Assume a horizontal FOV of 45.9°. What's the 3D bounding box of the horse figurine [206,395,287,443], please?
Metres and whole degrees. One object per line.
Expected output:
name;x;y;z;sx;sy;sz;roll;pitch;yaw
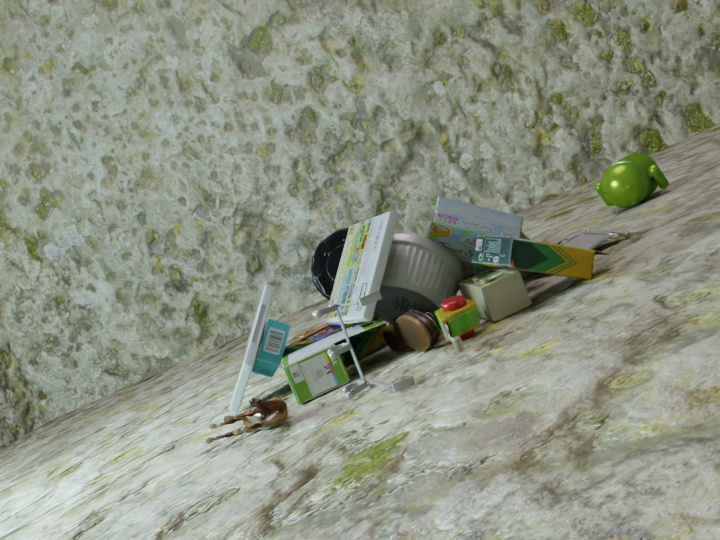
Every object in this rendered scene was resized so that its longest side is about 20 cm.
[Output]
horse figurine;-0.171;0.237;1.380;0.131;0.051;0.200;-14;-11;-33

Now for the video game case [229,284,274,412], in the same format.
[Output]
video game case;-0.215;0.156;1.680;0.201;0.023;0.184;115;169;-52

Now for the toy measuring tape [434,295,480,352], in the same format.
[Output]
toy measuring tape;0.165;0.084;1.366;0.073;0.074;0.200;-24;11;1

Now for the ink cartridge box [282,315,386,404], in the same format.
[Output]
ink cartridge box;-0.039;0.159;1.544;0.198;0.077;0.148;-23;3;-5

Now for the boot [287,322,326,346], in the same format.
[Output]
boot;-0.085;0.160;2.016;0.199;0.077;0.155;-35;4;-32

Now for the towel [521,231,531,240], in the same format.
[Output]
towel;0.259;-0.067;1.728;0.131;0.035;0.199;-4;-18;32

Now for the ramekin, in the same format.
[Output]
ramekin;0.095;0.028;1.645;0.199;0.199;0.106;-20;42;47

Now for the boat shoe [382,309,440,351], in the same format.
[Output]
boat shoe;0.099;0.099;1.504;0.070;0.071;0.200;-29;4;-18

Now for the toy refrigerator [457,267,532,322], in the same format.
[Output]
toy refrigerator;0.235;0.038;1.519;0.075;0.071;0.200;-24;4;-3

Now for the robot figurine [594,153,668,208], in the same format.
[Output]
robot figurine;0.677;-0.226;2.132;0.174;0.117;0.199;-15;9;42

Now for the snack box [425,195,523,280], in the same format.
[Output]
snack box;0.207;-0.045;1.637;0.166;0.068;0.201;14;-31;3

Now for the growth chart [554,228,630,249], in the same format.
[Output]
growth chart;0.419;-0.042;1.699;0.198;0.018;0.144;-26;16;-16

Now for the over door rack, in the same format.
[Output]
over door rack;-0.009;0.118;1.305;0.066;0.150;0.199;-22;2;-25

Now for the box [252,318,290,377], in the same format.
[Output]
box;-0.181;0.158;1.696;0.048;0.083;0.200;16;-15;-6

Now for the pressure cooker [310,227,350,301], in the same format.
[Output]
pressure cooker;-0.004;0.010;1.922;0.179;0.176;0.200;-47;-21;0

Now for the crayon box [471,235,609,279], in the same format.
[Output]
crayon box;0.306;-0.021;1.448;0.197;0.052;0.127;7;1;-22

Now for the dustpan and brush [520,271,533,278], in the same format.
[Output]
dustpan and brush;0.294;0.012;1.772;0.198;0.058;0.139;-19;11;-37

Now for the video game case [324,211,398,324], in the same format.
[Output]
video game case;0.000;0.000;1.594;0.023;0.203;0.181;19;-13;-22

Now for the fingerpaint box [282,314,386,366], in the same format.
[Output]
fingerpaint box;-0.055;0.153;1.756;0.165;0.074;0.199;-26;4;-25
